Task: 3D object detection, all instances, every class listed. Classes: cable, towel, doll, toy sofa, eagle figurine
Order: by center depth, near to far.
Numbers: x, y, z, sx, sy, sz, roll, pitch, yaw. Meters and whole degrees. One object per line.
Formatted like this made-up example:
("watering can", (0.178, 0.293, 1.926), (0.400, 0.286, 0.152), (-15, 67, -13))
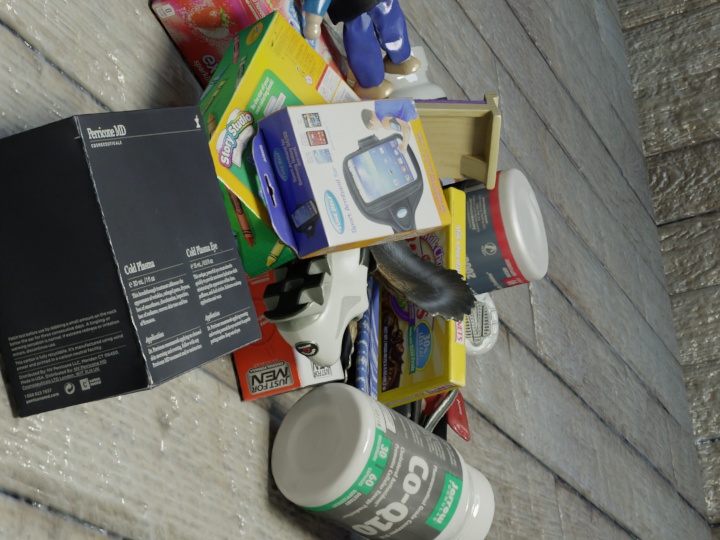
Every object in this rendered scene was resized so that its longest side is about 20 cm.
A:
("doll", (-0.006, -0.251, 1.492), (0.136, 0.048, 0.200), (-43, 133, -24))
("eagle figurine", (-0.004, 0.001, 1.533), (0.151, 0.152, 0.200), (-19, 73, -42))
("towel", (0.011, 0.101, 1.608), (0.145, 0.024, 0.200), (84, 6, -50))
("toy sofa", (0.038, -0.137, 1.640), (0.098, 0.199, 0.083), (-99, -169, -64))
("cable", (0.059, 0.170, 1.648), (0.050, 0.097, 0.200), (55, 28, -47))

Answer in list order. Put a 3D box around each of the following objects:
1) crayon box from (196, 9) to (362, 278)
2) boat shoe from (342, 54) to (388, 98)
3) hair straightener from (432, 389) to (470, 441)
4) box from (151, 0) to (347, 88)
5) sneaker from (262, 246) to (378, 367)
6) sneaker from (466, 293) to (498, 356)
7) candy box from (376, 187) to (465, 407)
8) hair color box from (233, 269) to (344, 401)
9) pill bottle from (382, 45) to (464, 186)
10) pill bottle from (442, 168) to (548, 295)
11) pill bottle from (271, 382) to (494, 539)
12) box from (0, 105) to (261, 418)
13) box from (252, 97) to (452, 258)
("crayon box", (-0.080, -0.108, 1.366), (0.119, 0.058, 0.200), (45, 44, -24))
("boat shoe", (-0.046, -0.197, 1.686), (0.068, 0.072, 0.200), (55, 15, 28))
("hair straightener", (0.069, 0.133, 1.743), (0.041, 0.077, 0.200), (39, 21, -28))
("box", (-0.097, -0.213, 1.491), (0.096, 0.099, 0.200), (-86, 154, -42))
("sneaker", (-0.026, -0.002, 1.403), (0.089, 0.074, 0.200), (56, 38, -36))
("sneaker", (0.106, 0.002, 1.920), (0.078, 0.099, 0.201), (4, 82, -26))
("candy box", (0.059, 0.026, 1.586), (0.026, 0.102, 0.201), (22, 60, -41))
("hair color box", (-0.080, 0.008, 1.436), (0.101, 0.061, 0.201), (-1, 76, -69))
("pill bottle", (0.050, -0.141, 1.818), (0.116, 0.116, 0.201), (-23, 98, -70))
("pill bottle", (0.085, -0.026, 1.704), (0.120, 0.199, 0.120), (-15, 90, -70))
("pill bottle", (0.025, 0.186, 1.455), (0.200, 0.113, 0.113), (33, 44, -41))
("box", (-0.171, -0.013, 1.139), (0.200, 0.104, 0.183), (-20, 96, -71))
("box", (-0.008, -0.079, 1.358), (0.200, 0.041, 0.119), (-12, 83, -54))
